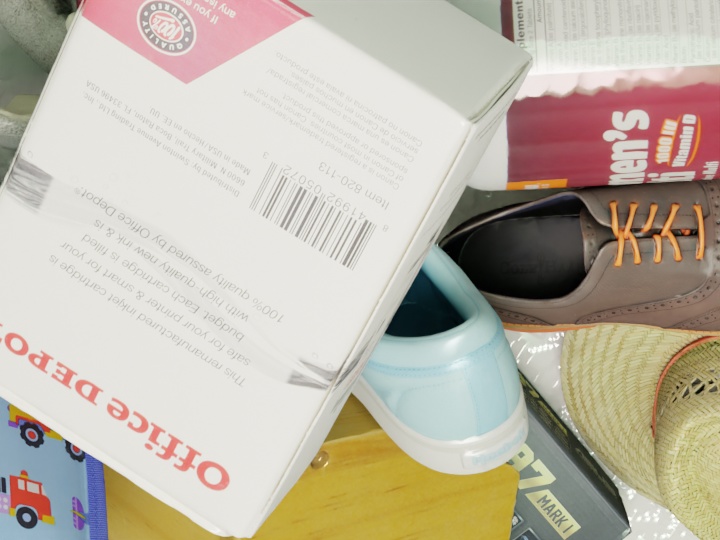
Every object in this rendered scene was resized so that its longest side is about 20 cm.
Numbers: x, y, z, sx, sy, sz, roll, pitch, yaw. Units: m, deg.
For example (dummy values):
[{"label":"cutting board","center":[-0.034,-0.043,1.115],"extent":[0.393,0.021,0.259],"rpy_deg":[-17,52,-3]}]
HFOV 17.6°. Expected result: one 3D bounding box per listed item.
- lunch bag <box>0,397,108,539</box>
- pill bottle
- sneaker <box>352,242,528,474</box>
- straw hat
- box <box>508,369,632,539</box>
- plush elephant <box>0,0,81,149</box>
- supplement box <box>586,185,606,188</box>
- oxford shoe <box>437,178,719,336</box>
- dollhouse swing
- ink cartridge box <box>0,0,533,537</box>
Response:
[{"label":"lunch bag","center":[-0.182,0.041,0.926],"extent":[0.150,0.200,0.094],"rpy_deg":[14,149,-27]},{"label":"pill bottle","center":[0.088,-0.089,0.940],"extent":[0.200,0.110,0.110],"rpy_deg":[-3,109,2]},{"label":"sneaker","center":[0.000,0.000,0.963],"extent":[0.074,0.200,0.082],"rpy_deg":[-30,133,-26]},{"label":"straw hat","center":[0.171,0.078,1.036],"extent":[0.201,0.085,0.201],"rpy_deg":[9,132,11]},{"label":"box","center":[0.007,0.090,1.095],"extent":[0.158,0.051,0.200],"rpy_deg":[-39,105,11]},{"label":"plush elephant","center":[-0.090,-0.100,0.969],"extent":[0.164,0.155,0.200],"rpy_deg":[3,109,-3]},{"label":"supplement box","center":[0.153,-0.070,1.038],"extent":[0.200,0.061,0.109],"rpy_deg":[36,106,-12]},{"label":"oxford shoe","center":[0.127,-0.007,0.973],"extent":[0.200,0.073,0.071],"rpy_deg":[-10,80,22]},{"label":"dollhouse swing","center":[-0.058,0.114,1.052],"extent":[0.181,0.176,0.200],"rpy_deg":[-11,123,-29]},{"label":"ink cartridge box","center":[-0.050,-0.024,0.858],"extent":[0.146,0.083,0.200],"rpy_deg":[32,119,6]}]
